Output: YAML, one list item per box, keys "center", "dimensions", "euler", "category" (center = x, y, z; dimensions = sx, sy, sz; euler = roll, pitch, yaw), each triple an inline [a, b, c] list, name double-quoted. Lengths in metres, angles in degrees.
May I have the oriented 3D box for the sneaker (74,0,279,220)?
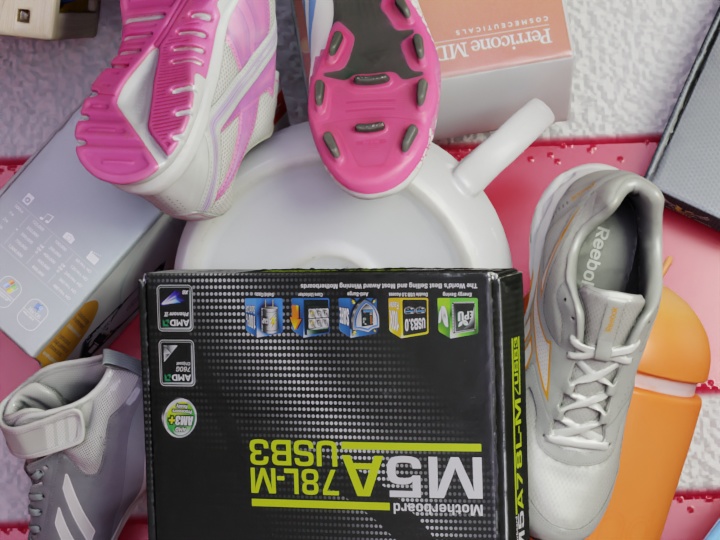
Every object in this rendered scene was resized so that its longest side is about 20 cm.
- center: [-0.082, -0.110, 1.344]
  dimensions: [0.081, 0.088, 0.201]
  euler: [5, 60, 29]
  category: "sneaker"

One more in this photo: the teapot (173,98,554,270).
- center: [0.000, 0.000, 1.420]
  dimensions: [0.199, 0.146, 0.198]
  euler: [5, 103, 11]
  category: "teapot"

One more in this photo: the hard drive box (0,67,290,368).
- center: [-0.133, -0.040, 1.448]
  dimensions: [0.077, 0.156, 0.200]
  euler: [40, 85, 7]
  category: "hard drive box"

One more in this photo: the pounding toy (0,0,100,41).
- center: [-0.178, -0.227, 1.478]
  dimensions: [0.141, 0.200, 0.185]
  euler: [7, 96, 3]
  category: "pounding toy"

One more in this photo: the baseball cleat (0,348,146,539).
- center: [-0.166, 0.116, 1.426]
  dimensions: [0.106, 0.070, 0.200]
  euler: [25, 118, -20]
  category: "baseball cleat"

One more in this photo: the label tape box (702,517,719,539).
- center: [0.256, 0.216, 1.383]
  dimensions: [0.200, 0.066, 0.143]
  euler: [39, 79, 14]
  category: "label tape box"

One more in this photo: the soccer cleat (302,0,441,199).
- center: [0.006, -0.116, 1.350]
  dimensions: [0.070, 0.086, 0.201]
  euler: [-9, 63, 4]
  category: "soccer cleat"

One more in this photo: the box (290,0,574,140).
- center: [0.032, -0.182, 1.476]
  dimensions: [0.152, 0.106, 0.201]
  euler: [-10, 73, 0]
  category: "box"

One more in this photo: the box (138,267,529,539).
- center: [-0.014, 0.095, 1.319]
  dimensions: [0.199, 0.047, 0.194]
  euler: [1, 92, 21]
  category: "box"

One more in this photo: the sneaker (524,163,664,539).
- center: [0.113, 0.042, 1.318]
  dimensions: [0.075, 0.092, 0.201]
  euler: [7, 87, -10]
  category: "sneaker"

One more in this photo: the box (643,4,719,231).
- center: [0.281, -0.076, 1.493]
  dimensions: [0.199, 0.051, 0.158]
  euler: [25, 84, 5]
  category: "box"

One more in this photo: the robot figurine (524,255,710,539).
- center: [0.126, 0.085, 1.432]
  dimensions: [0.143, 0.117, 0.201]
  euler: [15, 97, -13]
  category: "robot figurine"
